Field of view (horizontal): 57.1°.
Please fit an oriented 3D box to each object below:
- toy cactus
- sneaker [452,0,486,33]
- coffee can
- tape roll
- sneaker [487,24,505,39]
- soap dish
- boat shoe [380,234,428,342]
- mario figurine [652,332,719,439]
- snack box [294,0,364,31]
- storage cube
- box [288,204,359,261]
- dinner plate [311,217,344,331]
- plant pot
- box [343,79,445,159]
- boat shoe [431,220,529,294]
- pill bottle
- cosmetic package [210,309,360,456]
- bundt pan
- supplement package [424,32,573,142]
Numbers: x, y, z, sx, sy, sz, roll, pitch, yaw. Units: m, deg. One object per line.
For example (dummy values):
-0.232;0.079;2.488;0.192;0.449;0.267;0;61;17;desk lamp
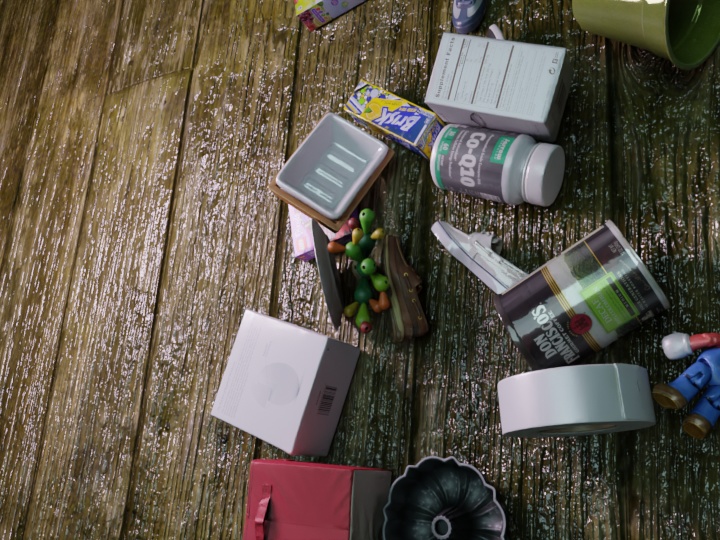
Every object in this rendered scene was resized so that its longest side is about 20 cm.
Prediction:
0.000;0.000;1.144;0.100;0.165;0.204;-9;92;-2;toy cactus
0.201;-0.548;1.234;0.069;0.082;0.203;5;78;32;sneaker
0.311;0.045;0.945;0.199;0.146;0.148;-36;60;17;coffee can
0.286;0.178;0.886;0.200;0.202;0.072;-13;68;27;tape roll
0.224;-0.334;1.160;0.098;0.071;0.203;-17;71;21;sneaker
-0.053;-0.178;1.222;0.156;0.081;0.201;31;68;9;soap dish
0.074;0.029;1.151;0.066;0.072;0.203;-5;60;-5;boat shoe
0.470;0.122;0.854;0.199;0.124;0.106;-40;25;-8;mario figurine
-0.052;-0.643;1.429;0.198;0.067;0.171;-21;65;23;snack box
-0.062;0.393;1.042;0.177;0.200;0.174;-3;73;24;storage cube
-0.077;-0.135;1.303;0.135;0.039;0.203;-21;65;25;box
-0.054;0.005;1.163;0.024;0.201;0.203;-14;66;2;dinner plate
0.435;-0.422;1.008;0.189;0.199;0.202;30;91;47;plant pot
0.065;-0.286;1.248;0.199;0.064;0.071;35;94;35;box
0.202;-0.028;1.081;0.070;0.071;0.200;-50;60;9;boat shoe
0.224;-0.172;1.085;0.198;0.113;0.115;17;84;34;pill bottle
-0.134;0.199;1.184;0.198;0.123;0.202;15;83;32;cosmetic package
0.135;0.384;0.990;0.199;0.076;0.205;-10;70;28;bundt pan
0.222;-0.292;1.056;0.197;0.117;0.119;17;94;24;supplement package
